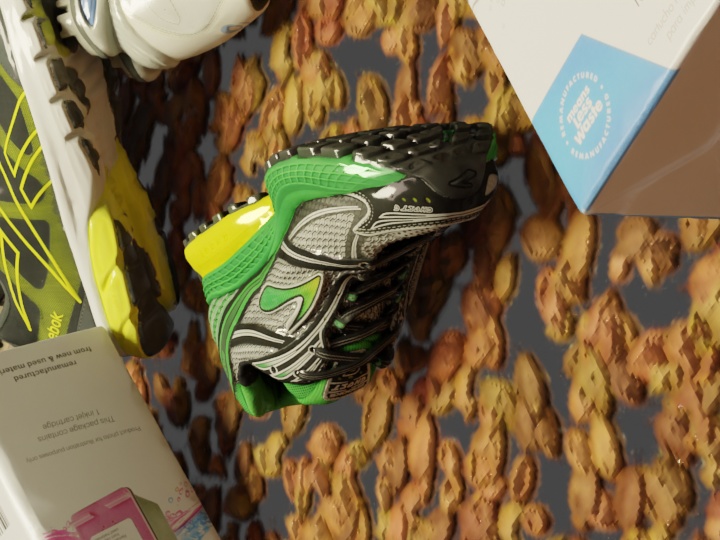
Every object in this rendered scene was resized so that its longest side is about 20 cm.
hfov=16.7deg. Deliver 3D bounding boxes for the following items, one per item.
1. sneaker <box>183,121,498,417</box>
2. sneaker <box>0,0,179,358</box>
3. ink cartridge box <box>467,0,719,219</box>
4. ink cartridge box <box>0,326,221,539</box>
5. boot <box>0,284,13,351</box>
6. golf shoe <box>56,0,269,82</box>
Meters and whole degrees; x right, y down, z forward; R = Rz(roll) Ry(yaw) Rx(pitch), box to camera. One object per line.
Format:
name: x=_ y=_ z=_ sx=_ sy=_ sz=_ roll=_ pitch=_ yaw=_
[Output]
sneaker: x=0.000 y=0.000 z=0.908 sx=0.200 sy=0.078 sz=0.085 roll=-39 pitch=63 yaw=63
sneaker: x=-0.146 y=-0.048 z=1.062 sx=0.085 sy=0.074 sz=0.200 roll=-12 pitch=102 yaw=16
ink cartridge box: x=0.080 y=-0.127 z=0.769 sx=0.116 sy=0.067 sz=0.200 roll=-61 pitch=42 yaw=40
ink cartridge box: x=-0.122 y=0.150 z=1.047 sx=0.200 sy=0.085 sz=0.145 roll=60 pitch=140 yaw=20
boot: x=-0.204 y=-0.034 z=1.153 sx=0.073 sy=0.150 sz=0.200 roll=-80 pitch=7 yaw=-56
golf shoe: x=-0.074 y=-0.183 z=1.045 sx=0.097 sy=0.078 sz=0.200 roll=-12 pitch=76 yaw=30
